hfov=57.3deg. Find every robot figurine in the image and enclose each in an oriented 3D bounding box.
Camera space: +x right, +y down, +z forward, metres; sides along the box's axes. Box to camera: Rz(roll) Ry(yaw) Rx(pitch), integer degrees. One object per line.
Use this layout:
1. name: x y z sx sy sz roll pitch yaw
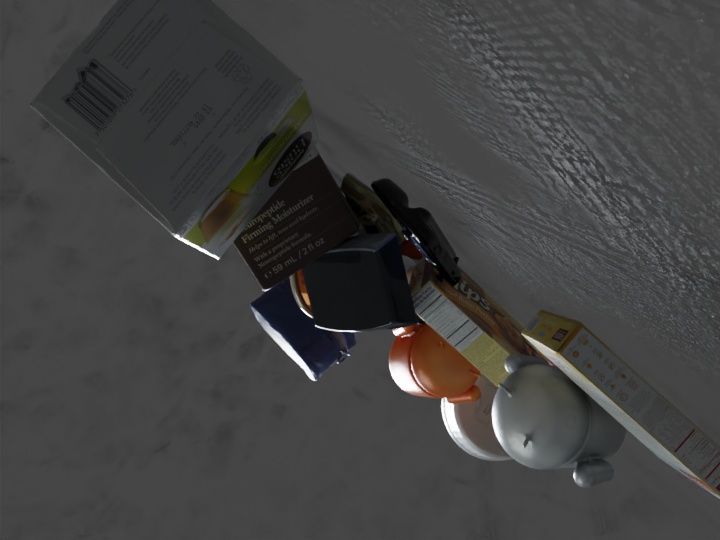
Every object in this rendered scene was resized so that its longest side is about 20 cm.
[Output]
1. robot figurine: 0.228 0.169 0.757 0.199 0.113 0.170 14 -145 -42
2. robot figurine: 0.116 0.139 1.022 0.200 0.115 0.146 152 111 -72

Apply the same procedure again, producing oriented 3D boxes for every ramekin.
1. ramekin: 0.250 0.245 1.192 0.200 0.201 0.098 41 174 6

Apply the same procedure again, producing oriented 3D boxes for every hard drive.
1. hard drive: -0.012 0.023 0.921 0.199 0.042 0.137 -7 98 52

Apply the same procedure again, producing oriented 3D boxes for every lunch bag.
1. lunch bag: -0.094 0.099 1.244 0.200 0.132 0.136 43 165 19

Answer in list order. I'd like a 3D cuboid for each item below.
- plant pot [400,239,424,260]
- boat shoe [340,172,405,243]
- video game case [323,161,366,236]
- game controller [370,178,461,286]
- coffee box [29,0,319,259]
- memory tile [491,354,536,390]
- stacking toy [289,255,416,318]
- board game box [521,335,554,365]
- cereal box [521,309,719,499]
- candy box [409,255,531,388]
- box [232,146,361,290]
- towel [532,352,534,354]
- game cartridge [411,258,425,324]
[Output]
1. plant pot: -0.005 -0.024 1.263 0.200 0.177 0.200 42 -179 23
2. boat shoe: 0.015 -0.079 1.004 0.073 0.063 0.201 41 180 26
3. video game case: -0.049 -0.062 1.169 0.200 0.183 0.022 41 -161 23
4. game controller: 0.071 -0.043 0.805 0.104 0.042 0.200 42 180 27
5. coffee box: -0.186 -0.161 0.731 0.199 0.200 0.198 40 176 5
6. memory tile: 0.276 0.192 1.080 0.201 0.017 0.153 57 151 7
7. stacking toy: 0.000 0.000 1.037 0.198 0.148 0.146 -6 149 34
8. board game box: 0.302 0.152 0.929 0.200 0.030 0.095 39 -177 -43
9. cereal box: 0.254 0.121 0.634 0.200 0.040 0.144 41 -179 -1
10. candy box: 0.156 0.069 0.932 0.200 0.055 0.116 41 -155 -9
11. box: -0.128 -0.109 0.938 0.201 0.165 0.164 59 175 -16
12. towel: 0.267 0.116 1.192 0.200 0.022 0.147 43 180 -15
13. game cartridge: 0.107 0.037 1.143 0.199 0.041 0.134 8 -133 -54
